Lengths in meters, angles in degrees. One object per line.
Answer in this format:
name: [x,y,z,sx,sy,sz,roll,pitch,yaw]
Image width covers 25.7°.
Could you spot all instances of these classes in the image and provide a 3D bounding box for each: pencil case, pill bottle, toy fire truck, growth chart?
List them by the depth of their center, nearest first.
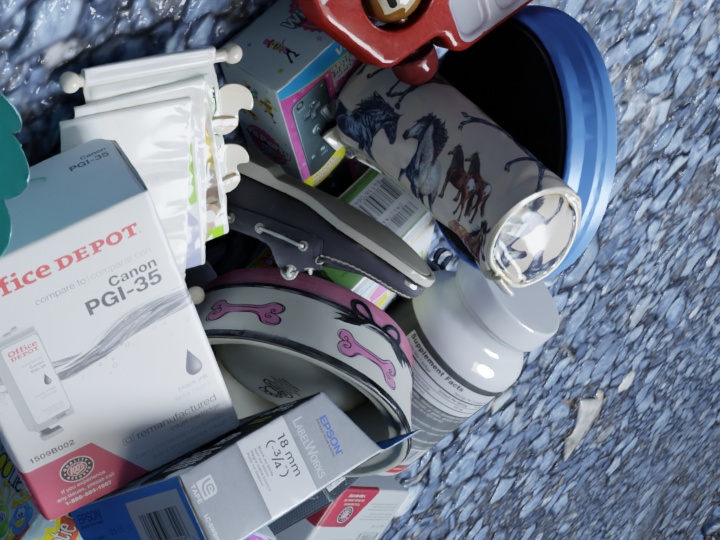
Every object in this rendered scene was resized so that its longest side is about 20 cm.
growth chart: [-0.142,-0.053,1.045,0.145,0.018,0.200,-6,117,-32]
toy fire truck: [0.045,-0.216,1.046,0.200,0.112,0.168,-39,125,-21]
pencil case: [0.063,-0.069,1.080,0.089,0.200,0.078,-52,143,9]
pill bottle: [0.061,0.072,1.299,0.200,0.116,0.116,-42,159,27]

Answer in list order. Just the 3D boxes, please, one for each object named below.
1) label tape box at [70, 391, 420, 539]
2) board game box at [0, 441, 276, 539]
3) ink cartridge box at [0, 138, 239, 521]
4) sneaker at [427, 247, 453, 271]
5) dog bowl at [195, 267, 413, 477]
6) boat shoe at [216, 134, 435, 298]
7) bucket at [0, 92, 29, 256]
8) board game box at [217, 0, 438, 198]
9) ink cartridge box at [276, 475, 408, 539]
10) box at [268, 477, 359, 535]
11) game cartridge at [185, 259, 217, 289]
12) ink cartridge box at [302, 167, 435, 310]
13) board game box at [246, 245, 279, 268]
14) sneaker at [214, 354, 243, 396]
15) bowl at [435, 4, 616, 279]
label tape box: [-0.079,0.137,1.089,0.200,0.063,0.144,-27,-177,-42]
board game box: [-0.183,0.189,1.185,0.200,0.105,0.103,28,101,-40]
ink cartridge box: [-0.180,0.039,1.003,0.146,0.083,0.200,-26,127,-12]
sneaker: [0.006,0.047,1.415,0.200,0.075,0.114,-25,130,-24]
dog bowl: [-0.050,0.074,1.166,0.200,0.200,0.074,79,25,-56]
boat shoe: [-0.042,-0.026,1.113,0.063,0.200,0.073,-61,171,11]
bucket: [-0.282,-0.051,0.780,0.207,0.135,0.207,-36,150,-26]
board game box: [-0.015,-0.132,1.171,0.148,0.064,0.200,-44,152,-16]
ink cartridge box: [-0.063,0.273,1.560,0.200,0.083,0.146,-56,153,9]
box: [-0.064,0.189,1.374,0.158,0.051,0.200,-32,177,20]
game cartridge: [-0.174,0.025,1.146,0.133,0.041,0.200,-48,153,-1]
ink cartridge box: [0.000,0.000,1.239,0.104,0.059,0.200,-45,167,-17]
board game box: [-0.082,0.058,1.308,0.096,0.030,0.200,-50,163,-49]
sneaker: [-0.154,0.139,1.277,0.080,0.070,0.200,-10,132,-49]
bowl: [0.108,-0.091,1.141,0.039,0.201,0.201,-1,127,-29]
